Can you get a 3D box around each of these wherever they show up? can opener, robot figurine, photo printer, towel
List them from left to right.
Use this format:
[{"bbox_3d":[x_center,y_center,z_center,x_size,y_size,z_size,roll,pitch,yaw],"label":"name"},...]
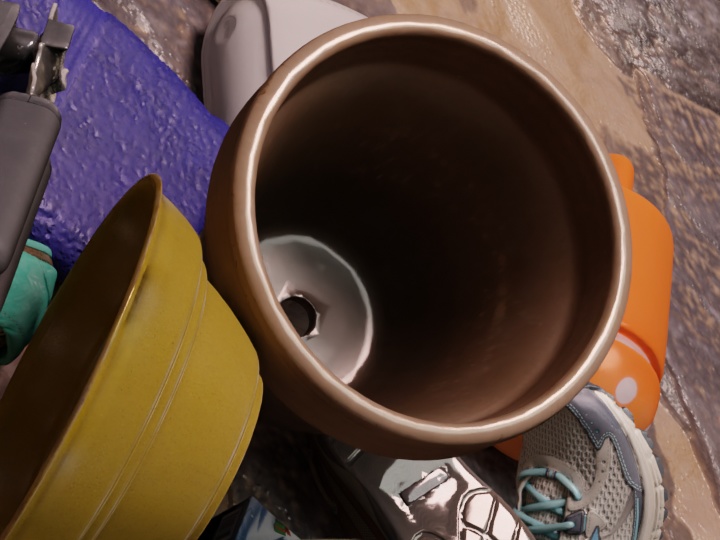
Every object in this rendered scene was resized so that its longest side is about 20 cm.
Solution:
[{"bbox_3d":[-0.170,-0.056,1.108,0.067,0.053,0.200,14,37,-3],"label":"can opener"},{"bbox_3d":[-0.160,-0.075,1.221,0.200,0.050,0.148,41,47,-22],"label":"towel"},{"bbox_3d":[-0.010,-0.057,1.355,0.166,0.069,0.200,23,50,-38],"label":"photo printer"},{"bbox_3d":[0.118,0.028,1.402,0.117,0.144,0.200,23,54,-18],"label":"robot figurine"}]

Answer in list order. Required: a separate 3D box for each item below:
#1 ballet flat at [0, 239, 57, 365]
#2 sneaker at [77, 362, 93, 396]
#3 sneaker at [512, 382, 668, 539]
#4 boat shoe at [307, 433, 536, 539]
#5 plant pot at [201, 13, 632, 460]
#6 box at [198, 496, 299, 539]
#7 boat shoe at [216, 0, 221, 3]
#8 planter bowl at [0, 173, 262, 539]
[{"bbox_3d":[-0.221,-0.005,1.088,0.200,0.067,0.070,24,65,-35],"label":"ballet flat"},{"bbox_3d":[-0.108,0.111,1.134,0.078,0.066,0.200,72,26,-60],"label":"sneaker"},{"bbox_3d":[0.106,0.152,1.287,0.086,0.078,0.200,-25,119,-40],"label":"sneaker"},{"bbox_3d":[0.037,0.140,1.262,0.076,0.072,0.200,-24,76,-24],"label":"boat shoe"},{"bbox_3d":[0.000,0.000,1.162,0.200,0.175,0.201,7,73,-24],"label":"plant pot"},{"bbox_3d":[-0.043,0.222,1.152,0.137,0.040,0.200,43,39,-19],"label":"box"},{"bbox_3d":[-0.097,-0.227,1.374,0.200,0.070,0.070,42,41,-19],"label":"boat shoe"},{"bbox_3d":[-0.097,0.066,1.039,0.083,0.200,0.201,27,45,-14],"label":"planter bowl"}]
